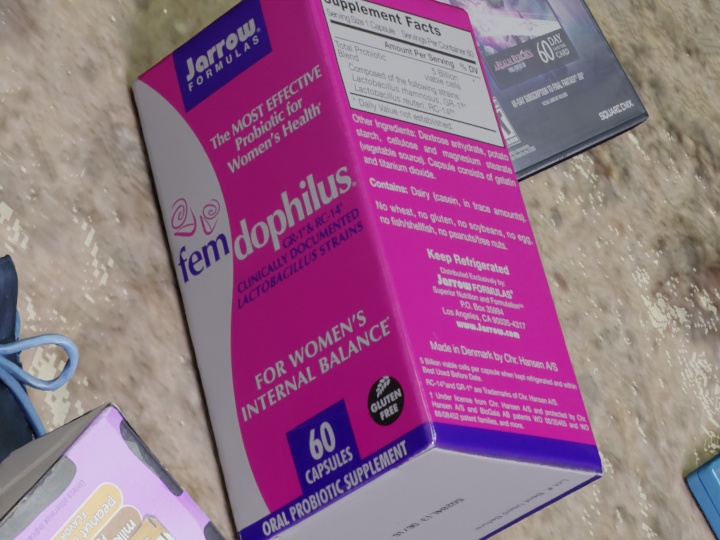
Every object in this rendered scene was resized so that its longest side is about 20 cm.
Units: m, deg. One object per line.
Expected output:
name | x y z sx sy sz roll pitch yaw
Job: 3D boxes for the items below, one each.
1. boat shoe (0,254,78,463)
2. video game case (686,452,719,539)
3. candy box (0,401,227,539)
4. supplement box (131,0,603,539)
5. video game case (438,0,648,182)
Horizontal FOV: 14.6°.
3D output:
boat shoe | -0.144 0.013 0.888 0.084 0.068 0.201 -17 78 -55
video game case | 0.233 0.161 1.296 0.143 0.018 0.201 -23 83 -56
candy box | -0.073 0.172 0.813 0.200 0.071 0.168 51 54 -11
supplement box | 0.000 0.000 1.052 0.103 0.101 0.201 13 54 -46
video game case | 0.050 -0.140 1.297 0.143 0.019 0.201 -25 85 -56
